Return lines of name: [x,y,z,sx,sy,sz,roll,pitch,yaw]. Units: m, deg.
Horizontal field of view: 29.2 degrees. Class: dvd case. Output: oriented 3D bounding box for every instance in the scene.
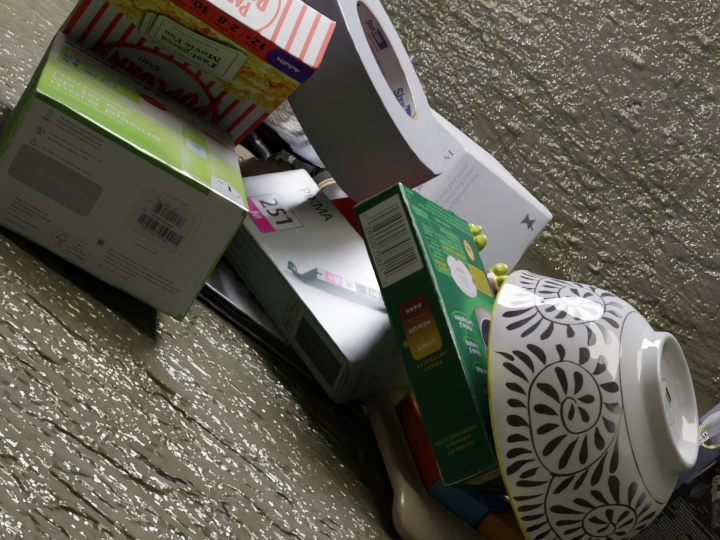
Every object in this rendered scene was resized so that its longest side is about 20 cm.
dvd case: [-0.076,0.022,1.048,0.199,0.016,0.149,39,10,-14]

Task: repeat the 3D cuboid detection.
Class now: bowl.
bowl: [0.163,0.090,0.898,0.201,0.093,0.203,38,46,-53]

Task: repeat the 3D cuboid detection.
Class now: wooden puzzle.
wooden puzzle: [0.085,0.158,0.955,0.185,0.037,0.200,38,15,-19]

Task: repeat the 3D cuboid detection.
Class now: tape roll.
tape roll: [-0.006,-0.153,1.091,0.201,0.066,0.201,57,16,-26]

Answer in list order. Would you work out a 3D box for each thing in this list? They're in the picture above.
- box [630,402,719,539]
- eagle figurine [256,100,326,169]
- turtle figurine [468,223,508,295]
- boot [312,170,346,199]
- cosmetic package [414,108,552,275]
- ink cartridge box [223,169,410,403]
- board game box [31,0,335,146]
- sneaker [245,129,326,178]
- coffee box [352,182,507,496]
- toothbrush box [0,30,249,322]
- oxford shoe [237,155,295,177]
box: [0.268,0.208,1.025,0.200,0.161,0.049,43,15,-29]
eagle figurine: [-0.098,-0.157,1.189,0.201,0.150,0.153,82,-16,-59]
turtle figurine: [0.060,-0.013,1.197,0.161,0.065,0.200,19,21,-46]
boot: [0.037,-0.023,1.533,0.199,0.078,0.139,19,24,-29]
cosmetic package: [0.100,-0.084,1.730,0.164,0.165,0.200,34,11,-30]
ink cartridge box: [0.000,0.000,1.038,0.172,0.044,0.200,-12,49,-38]
board game box: [-0.130,-0.155,0.977,0.151,0.047,0.200,30,-30,-17]
sneaker: [-0.065,-0.126,1.600,0.199,0.067,0.090,37,13,3]
coffee box: [0.064,0.049,0.923,0.123,0.044,0.202,22,45,-62]
toothbrush box: [-0.158,-0.067,0.894,0.145,0.086,0.200,30,11,-16]
oxford shoe: [-0.095,-0.078,1.232,0.199,0.074,0.071,37,11,-2]
